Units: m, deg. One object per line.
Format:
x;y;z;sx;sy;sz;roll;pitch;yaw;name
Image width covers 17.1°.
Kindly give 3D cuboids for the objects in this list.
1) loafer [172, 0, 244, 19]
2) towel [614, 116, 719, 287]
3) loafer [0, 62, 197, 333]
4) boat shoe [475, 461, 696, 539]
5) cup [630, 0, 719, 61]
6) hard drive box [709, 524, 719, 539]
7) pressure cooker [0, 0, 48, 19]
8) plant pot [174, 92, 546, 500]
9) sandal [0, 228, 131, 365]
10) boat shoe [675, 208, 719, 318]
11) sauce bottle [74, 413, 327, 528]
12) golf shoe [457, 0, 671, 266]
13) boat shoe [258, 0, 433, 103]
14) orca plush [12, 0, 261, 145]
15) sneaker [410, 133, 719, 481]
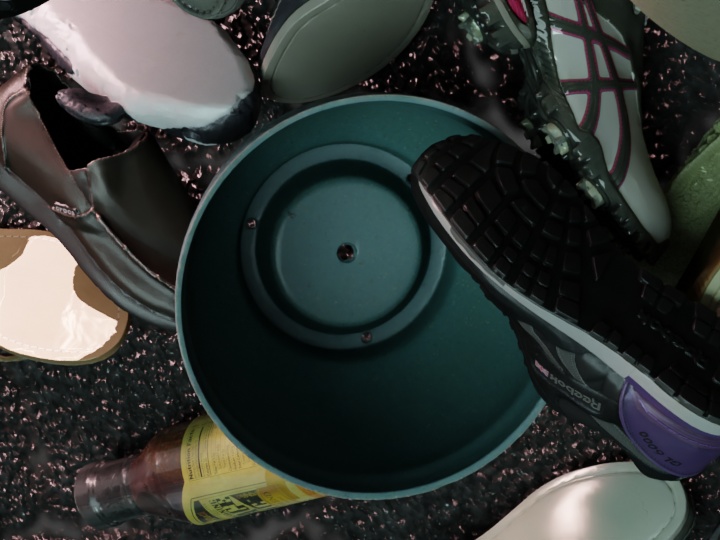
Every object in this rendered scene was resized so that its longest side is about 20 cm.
-0.084;-0.199;1.130;0.070;0.070;0.201;18;135;23;loafer
0.225;-0.025;1.180;0.148;0.037;0.200;36;128;2;towel
-0.133;-0.040;1.326;0.200;0.073;0.071;37;130;2;loafer
0.107;0.169;1.342;0.201;0.072;0.060;-32;143;25;boat shoe
0.175;-0.172;1.037;0.199;0.201;0.144;14;150;19;cup
0.170;0.250;1.300;0.077;0.156;0.200;31;129;6;hard drive box
-0.202;-0.243;1.167;0.175;0.201;0.179;-14;146;26;pressure cooker
0.000;0.000;1.222;0.199;0.134;0.202;-2;103;-8;plant pot
-0.211;0.019;1.422;0.211;0.078;0.070;16;157;26;sandal
0.195;0.006;1.151;0.066;0.074;0.200;25;132;-2;boat shoe
-0.081;0.114;1.403;0.199;0.066;0.066;-17;110;36;sauce bottle
0.112;-0.097;1.155;0.088;0.077;0.201;-32;106;-8;golf shoe
0.002;-0.162;1.208;0.200;0.072;0.063;-53;46;44;boat shoe
-0.131;-0.104;1.285;0.199;0.106;0.071;13;146;22;orca plush
0.092;0.026;1.134;0.200;0.076;0.088;42;139;6;sneaker
